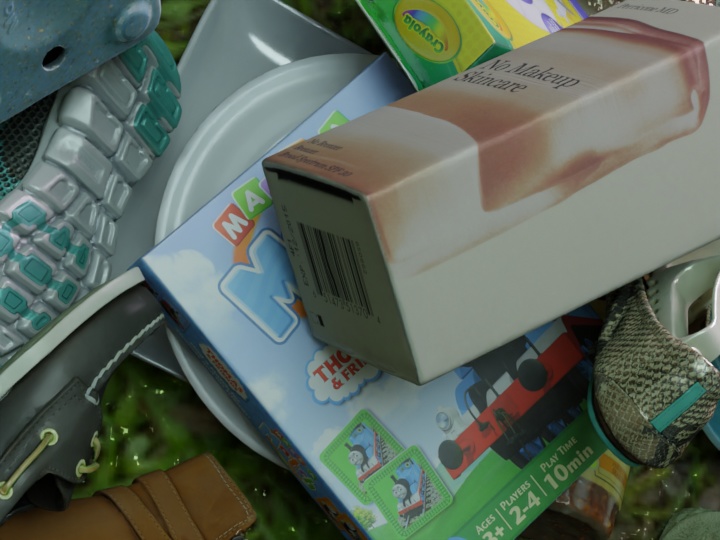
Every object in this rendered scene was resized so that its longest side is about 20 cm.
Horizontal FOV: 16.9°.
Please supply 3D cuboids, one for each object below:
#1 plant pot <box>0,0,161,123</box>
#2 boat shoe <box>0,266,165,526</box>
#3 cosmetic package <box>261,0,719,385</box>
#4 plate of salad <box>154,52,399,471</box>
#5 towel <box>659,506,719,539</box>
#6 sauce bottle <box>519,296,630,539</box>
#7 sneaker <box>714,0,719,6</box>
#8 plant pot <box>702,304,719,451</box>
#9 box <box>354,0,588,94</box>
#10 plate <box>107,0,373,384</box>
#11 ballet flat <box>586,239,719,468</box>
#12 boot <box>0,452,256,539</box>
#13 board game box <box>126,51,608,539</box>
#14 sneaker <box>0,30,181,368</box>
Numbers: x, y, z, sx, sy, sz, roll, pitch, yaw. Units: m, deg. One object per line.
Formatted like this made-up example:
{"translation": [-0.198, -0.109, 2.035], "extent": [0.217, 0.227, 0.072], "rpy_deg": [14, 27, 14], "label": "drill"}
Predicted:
{"translation": [-0.191, -0.170, 1.042], "extent": [0.195, 0.197, 0.200], "rpy_deg": [-32, 57, -24], "label": "plant pot"}
{"translation": [-0.145, 0.079, 0.995], "extent": [0.061, 0.072, 0.201], "rpy_deg": [45, 60, -1], "label": "boat shoe"}
{"translation": [0.073, -0.039, 1.021], "extent": [0.199, 0.103, 0.088], "rpy_deg": [-25, 110, -23], "label": "cosmetic package"}
{"translation": [0.000, 0.000, 1.119], "extent": [0.198, 0.048, 0.202], "rpy_deg": [3, 80, -16], "label": "plate of salad"}
{"translation": [0.198, 0.182, 1.090], "extent": [0.199, 0.037, 0.149], "rpy_deg": [9, 59, 36], "label": "towel"}
{"translation": [0.113, 0.031, 1.164], "extent": [0.066, 0.066, 0.201], "rpy_deg": [20, 68, -8], "label": "sauce bottle"}
{"translation": [0.180, -0.099, 1.175], "extent": [0.199, 0.116, 0.074], "rpy_deg": [-32, 100, 2], "label": "sneaker"}
{"translation": [0.267, -0.010, 1.167], "extent": [0.199, 0.200, 0.189], "rpy_deg": [23, 50, -7], "label": "plant pot"}
{"translation": [0.048, -0.126, 1.138], "extent": [0.118, 0.048, 0.199], "rpy_deg": [55, 23, 19], "label": "box"}
{"translation": [-0.021, -0.013, 1.160], "extent": [0.198, 0.032, 0.201], "rpy_deg": [28, 66, -4], "label": "plate"}
{"translation": [0.136, 0.014, 1.051], "extent": [0.068, 0.075, 0.200], "rpy_deg": [45, 21, -16], "label": "ballet flat"}
{"translation": [-0.125, 0.118, 1.057], "extent": [0.155, 0.077, 0.201], "rpy_deg": [-34, 83, -24], "label": "boot"}
{"translation": [0.017, 0.028, 1.074], "extent": [0.151, 0.037, 0.200], "rpy_deg": [-41, 93, -19], "label": "board game box"}
{"translation": [-0.155, -0.026, 1.100], "extent": [0.078, 0.091, 0.201], "rpy_deg": [50, 52, -33], "label": "sneaker"}
